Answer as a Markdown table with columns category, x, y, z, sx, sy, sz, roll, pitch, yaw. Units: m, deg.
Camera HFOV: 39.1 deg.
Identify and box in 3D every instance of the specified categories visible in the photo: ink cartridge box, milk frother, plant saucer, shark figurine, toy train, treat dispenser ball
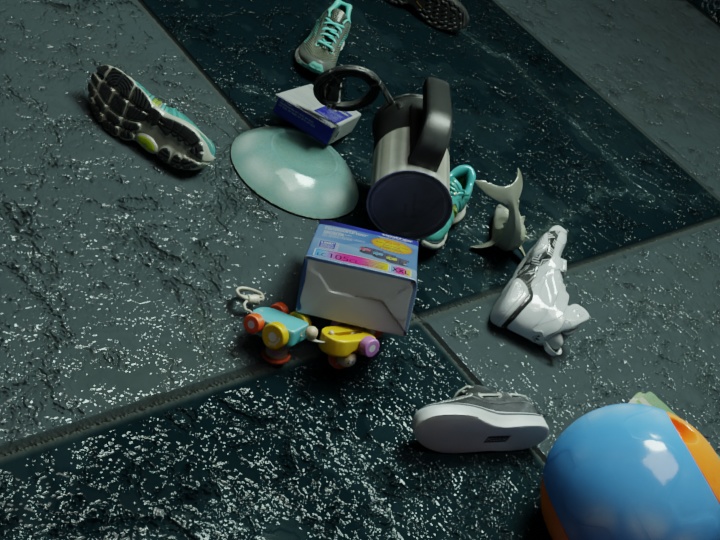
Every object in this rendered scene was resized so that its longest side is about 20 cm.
| category | x | y | z | sx | sy | sz | roll | pitch | yaw |
| --- | --- | --- | --- | --- | --- | --- | --- | --- | --- |
| ink cartridge box | 0.000 | 0.000 | 1.253 | 0.136 | 0.077 | 0.200 | 13 | 16 | -1 |
| milk frother | 0.029 | -0.172 | 1.390 | 0.199 | 0.181 | 0.188 | 2 | 41 | 2 |
| plant saucer | -0.087 | -0.156 | 1.464 | 0.201 | 0.039 | 0.201 | 19 | 36 | -15 |
| shark figurine | 0.204 | -0.060 | 1.506 | 0.089 | 0.214 | 0.129 | -13 | 77 | 3 |
| toy train | -0.051 | 0.072 | 1.206 | 0.199 | 0.056 | 0.150 | 7 | 18 | -16 |
| treat dispenser ball | 0.298 | 0.246 | 1.109 | 0.200 | 0.201 | 0.201 | 19 | 37 | -15 |
| ink cartridge box | -0.068 | -0.236 | 1.531 | 0.099 | 0.039 | 0.200 | 32 | 18 | 4 |

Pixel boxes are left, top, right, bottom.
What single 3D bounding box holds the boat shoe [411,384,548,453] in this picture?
| category | x | y | z | sx | sy | sz | roll | pitch | yaw |
| --- | --- | --- | --- | --- | --- | --- | --- | --- | --- |
| boat shoe | 0.136 | 0.169 | 1.200 | 0.200 | 0.072 | 0.068 | 7 | 43 | -33 |

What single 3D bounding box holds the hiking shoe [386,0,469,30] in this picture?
| category | x | y | z | sx | sy | sz | roll | pitch | yaw |
| --- | --- | --- | --- | --- | --- | --- | --- | --- | --- |
| hiking shoe | 0.140 | -0.569 | 2.099 | 0.200 | 0.076 | 0.101 | 28 | 39 | -2 |

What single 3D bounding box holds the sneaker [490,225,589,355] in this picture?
| category | x | y | z | sx | sy | sz | roll | pitch | yaw |
| --- | --- | --- | --- | --- | --- | --- | --- | --- | --- |
| sneaker | 0.272 | 0.031 | 1.443 | 0.115 | 0.075 | 0.200 | 36 | 55 | 2 |

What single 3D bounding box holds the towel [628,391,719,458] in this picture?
| category | x | y | z | sx | sy | sz | roll | pitch | yaw |
| --- | --- | --- | --- | --- | --- | --- | --- | --- | --- |
| towel | 0.387 | 0.243 | 1.333 | 0.153 | 0.023 | 0.200 | 46 | 37 | 20 |

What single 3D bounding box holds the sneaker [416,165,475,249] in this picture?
| category | x | y | z | sx | sy | sz | roll | pitch | yaw |
| --- | --- | --- | --- | --- | --- | --- | --- | --- | --- |
| sneaker | 0.115 | -0.098 | 1.491 | 0.077 | 0.080 | 0.200 | 33 | 37 | 5 |

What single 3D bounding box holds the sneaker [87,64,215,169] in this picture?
| category | x | y | z | sx | sy | sz | roll | pitch | yaw |
| --- | --- | --- | --- | --- | --- | --- | --- | --- | --- |
| sneaker | -0.283 | -0.202 | 1.371 | 0.200 | 0.078 | 0.080 | 38 | 16 | 3 |

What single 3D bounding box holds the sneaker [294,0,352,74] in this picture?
| category | x | y | z | sx | sy | sz | roll | pitch | yaw |
| --- | --- | --- | --- | --- | --- | --- | --- | --- | --- |
| sneaker | -0.057 | -0.406 | 1.745 | 0.077 | 0.091 | 0.200 | 23 | 36 | -9 |
